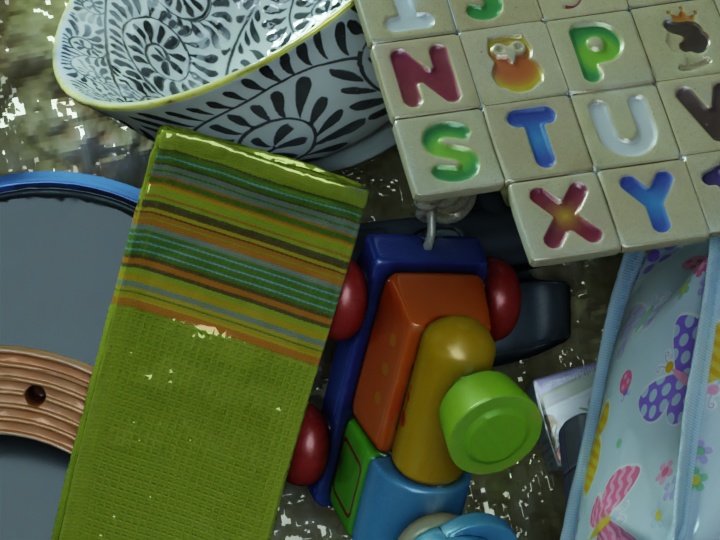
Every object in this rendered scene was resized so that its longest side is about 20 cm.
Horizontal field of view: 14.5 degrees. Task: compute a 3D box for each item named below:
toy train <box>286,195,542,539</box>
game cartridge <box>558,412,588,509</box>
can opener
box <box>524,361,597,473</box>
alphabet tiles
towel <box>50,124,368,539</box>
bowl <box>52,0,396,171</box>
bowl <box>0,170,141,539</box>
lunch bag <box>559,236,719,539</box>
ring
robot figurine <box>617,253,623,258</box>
[{"bbox_3d":[0.036,0.030,1.087,0.084,0.116,0.201,1,121,-23],"label":"toy train"},{"bbox_3d":[0.179,0.117,1.113,0.199,0.038,0.130,2,64,-16],"label":"game cartridge"},{"bbox_3d":[0.000,0.000,1.154,0.199,0.063,0.079,-3,71,-24],"label":"can opener"},{"bbox_3d":[0.168,0.039,1.191,0.199,0.041,0.039,-16,83,-4],"label":"box"},{"bbox_3d":[0.083,-0.093,1.035,0.166,0.006,0.201,-9,60,-12],"label":"alphabet tiles"},{"bbox_3d":[-0.063,0.050,1.095,0.086,0.018,0.201,16,101,1],"label":"towel"},{"bbox_3d":[-0.019,-0.103,1.152,0.201,0.201,0.094,-41,121,-7],"label":"bowl"},{"bbox_3d":[-0.131,0.056,1.174,0.199,0.039,0.202,0,82,-2],"label":"bowl"},{"bbox_3d":[0.177,0.053,1.051,0.169,0.127,0.201,22,61,-14],"label":"lunch bag"},{"bbox_3d":[-0.144,0.127,1.131,0.199,0.019,0.202,1,100,4],"label":"ring"},{"bbox_3d":[0.128,-0.087,1.152,0.175,0.115,0.201,-35,111,-40],"label":"robot figurine"}]
